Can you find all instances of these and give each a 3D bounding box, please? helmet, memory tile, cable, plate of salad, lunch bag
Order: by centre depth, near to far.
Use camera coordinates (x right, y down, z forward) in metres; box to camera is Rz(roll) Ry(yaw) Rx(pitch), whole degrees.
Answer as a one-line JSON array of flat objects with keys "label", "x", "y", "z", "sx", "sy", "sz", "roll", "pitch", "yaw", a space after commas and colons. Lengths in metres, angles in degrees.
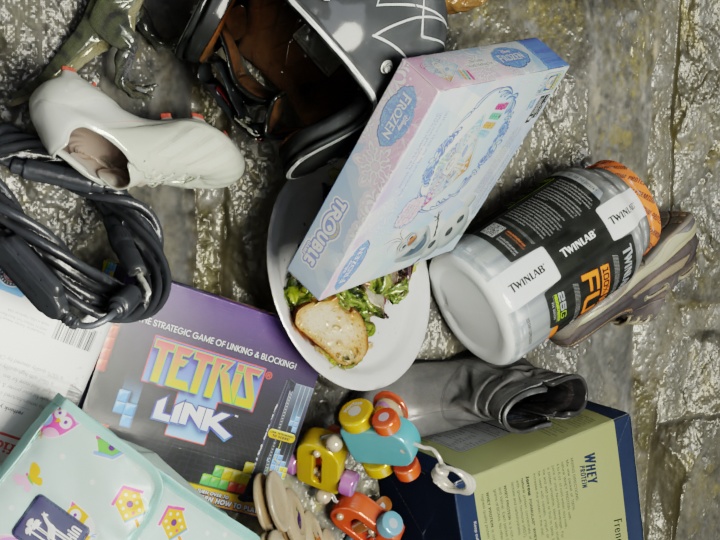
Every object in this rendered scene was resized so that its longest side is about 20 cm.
[{"label": "cable", "x": -0.219, "y": -0.045, "z": 1.038, "sx": 0.200, "sy": 0.051, "sz": 0.163, "roll": 46, "pitch": 28, "yaw": 4}, {"label": "lunch bag", "x": -0.200, "y": 0.206, "z": 1.043, "sx": 0.171, "sy": 0.122, "sz": 0.200, "roll": -54, "pitch": 127, "yaw": -10}, {"label": "helmet", "x": -0.026, "y": -0.187, "z": 1.078, "sx": 0.199, "sy": 0.201, "sz": 0.191, "roll": 24, "pitch": 128, "yaw": -31}, {"label": "memory tile", "x": -0.044, "y": 0.262, "z": 1.171, "sx": 0.200, "sy": 0.017, "sz": 0.155, "roll": 58, "pitch": 21, "yaw": -57}, {"label": "plate of salad", "x": 0.000, "y": 0.000, "z": 1.201, "sx": 0.199, "sy": 0.048, "sz": 0.202, "roll": 16, "pitch": 67, "yaw": -43}]

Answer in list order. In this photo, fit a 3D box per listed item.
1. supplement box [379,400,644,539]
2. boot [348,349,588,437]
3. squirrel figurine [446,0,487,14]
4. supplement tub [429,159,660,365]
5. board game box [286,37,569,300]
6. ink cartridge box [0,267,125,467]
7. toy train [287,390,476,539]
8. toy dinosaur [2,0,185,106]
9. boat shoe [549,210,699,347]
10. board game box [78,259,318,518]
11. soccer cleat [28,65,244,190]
[{"label": "supplement box", "x": 0.142, "y": 0.237, "z": 1.306, "sx": 0.198, "sy": 0.134, "sz": 0.202, "roll": -17, "pitch": 106, "yaw": -28}, {"label": "boot", "x": 0.094, "y": 0.117, "z": 1.259, "sx": 0.199, "sy": 0.131, "sz": 0.070, "roll": -22, "pitch": 109, "yaw": -27}, {"label": "squirrel figurine", "x": 0.062, "y": -0.321, "z": 1.172, "sx": 0.187, "sy": 0.141, "sz": 0.200, "roll": 48, "pitch": 71, "yaw": -21}, {"label": "supplement tub", "x": 0.171, "y": -0.013, "z": 1.291, "sx": 0.199, "sy": 0.122, "sz": 0.123, "roll": -33, "pitch": 113, "yaw": -22}, {"label": "board game box", "x": 0.054, "y": -0.083, "z": 1.109, "sx": 0.198, "sy": 0.043, "sz": 0.201, "roll": -21, "pitch": 148, "yaw": -53}, {"label": "ink cartridge box", "x": -0.272, "y": 0.078, "z": 1.067, "sx": 0.115, "sy": 0.068, "sz": 0.202, "roll": 25, "pitch": 87, "yaw": -31}, {"label": "toy train", "x": 0.018, "y": 0.172, "z": 1.222, "sx": 0.150, "sy": 0.200, "sz": 0.056, "roll": 36, "pitch": 50, "yaw": -8}, {"label": "toy dinosaur", "x": -0.183, "y": -0.184, "z": 1.099, "sx": 0.088, "sy": 0.047, "sz": 0.201, "roll": 40, "pitch": 81, "yaw": -26}, {"label": "boat shoe", "x": 0.264, "y": 0.020, "z": 1.382, "sx": 0.199, "sy": 0.074, "sz": 0.074, "roll": -36, "pitch": 114, "yaw": -20}, {"label": "board game box", "x": -0.139, "y": 0.100, "z": 1.161, "sx": 0.199, "sy": 0.057, "sz": 0.167, "roll": 19, "pitch": 89, "yaw": -32}, {"label": "soccer cleat", "x": -0.167, "y": -0.088, "z": 1.083, "sx": 0.199, "sy": 0.069, "sz": 0.078, "roll": 19, "pitch": 45, "yaw": -44}]
